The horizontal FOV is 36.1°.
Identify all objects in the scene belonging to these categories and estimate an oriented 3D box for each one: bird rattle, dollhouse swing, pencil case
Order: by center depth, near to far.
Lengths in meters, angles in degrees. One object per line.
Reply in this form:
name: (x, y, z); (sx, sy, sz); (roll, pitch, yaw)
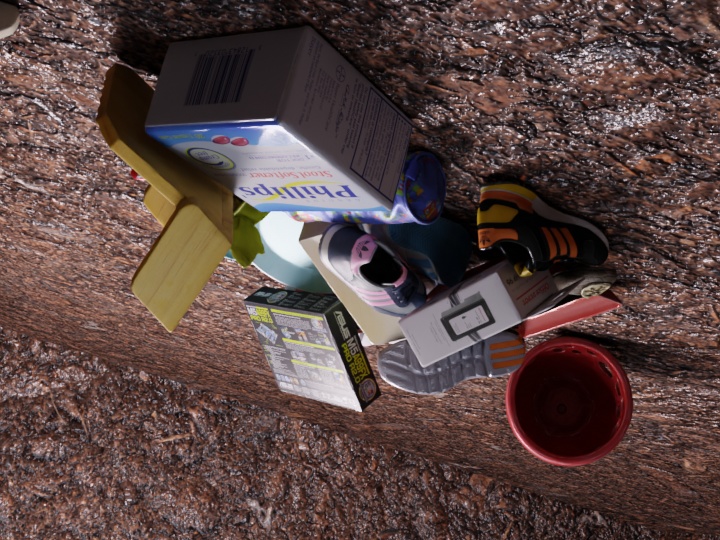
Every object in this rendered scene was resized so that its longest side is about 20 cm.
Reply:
dollhouse swing: (-0.233, -0.082, 1.177); (0.175, 0.201, 0.182); (27, 116, -23)
pencil case: (-0.002, -0.094, 1.253); (0.198, 0.079, 0.087); (2, 150, 36)
bird rattle: (-0.199, -0.089, 1.383); (0.198, 0.114, 0.163); (27, 173, -15)

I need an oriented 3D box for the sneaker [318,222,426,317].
sneaker: (0.034, 0.012, 1.333); (0.082, 0.071, 0.199); (18, 170, 43)

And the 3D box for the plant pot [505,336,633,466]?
plant pot: (0.336, 0.218, 1.806); (0.198, 0.203, 0.183); (11, 172, 10)

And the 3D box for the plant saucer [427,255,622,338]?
plant saucer: (0.216, 0.031, 1.492); (0.198, 0.037, 0.199); (19, 153, -31)

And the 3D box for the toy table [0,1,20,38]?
toy table: (-0.443, -0.234, 1.091); (0.182, 0.118, 0.200); (21, 162, -20)

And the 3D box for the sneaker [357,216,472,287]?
sneaker: (0.072, -0.042, 1.394); (0.080, 0.077, 0.200); (20, 169, 42)

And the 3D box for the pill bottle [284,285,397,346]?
pill bottle: (-0.019, 0.051, 1.694); (0.198, 0.113, 0.111); (15, 164, -4)

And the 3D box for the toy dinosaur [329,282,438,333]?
toy dinosaur: (0.043, 0.050, 1.590); (0.179, 0.106, 0.201); (15, 135, 7)

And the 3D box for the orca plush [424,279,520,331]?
orca plush: (0.141, 0.050, 1.647); (0.197, 0.107, 0.071); (-5, -170, 6)

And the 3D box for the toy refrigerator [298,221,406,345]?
toy refrigerator: (0.000, 0.000, 1.423); (0.069, 0.076, 0.201); (-14, 130, 27)

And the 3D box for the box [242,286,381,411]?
box: (-0.071, 0.110, 1.589); (0.199, 0.044, 0.162); (6, 123, 50)

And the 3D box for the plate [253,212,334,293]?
plate: (-0.073, -0.044, 1.486); (0.198, 0.026, 0.201); (11, 141, 9)

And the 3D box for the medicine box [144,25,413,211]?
medicine box: (-0.078, -0.143, 1.107); (0.181, 0.104, 0.200); (2, 159, 36)

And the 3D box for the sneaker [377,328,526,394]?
sneaker: (0.121, 0.111, 1.489); (0.197, 0.079, 0.112); (-4, -168, 3)

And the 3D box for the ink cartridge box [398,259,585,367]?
ink cartridge box: (0.157, 0.035, 1.325); (0.199, 0.068, 0.116); (-29, -179, 37)

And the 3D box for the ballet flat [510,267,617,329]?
ballet flat: (0.240, 0.036, 1.386); (0.067, 0.047, 0.199); (16, 156, -36)

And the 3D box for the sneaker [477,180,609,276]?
sneaker: (0.205, -0.027, 1.272); (0.199, 0.091, 0.070); (25, 161, -34)

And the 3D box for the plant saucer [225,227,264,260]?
plant saucer: (-0.180, -0.058, 1.605); (0.197, 0.036, 0.200); (13, 163, 4)
